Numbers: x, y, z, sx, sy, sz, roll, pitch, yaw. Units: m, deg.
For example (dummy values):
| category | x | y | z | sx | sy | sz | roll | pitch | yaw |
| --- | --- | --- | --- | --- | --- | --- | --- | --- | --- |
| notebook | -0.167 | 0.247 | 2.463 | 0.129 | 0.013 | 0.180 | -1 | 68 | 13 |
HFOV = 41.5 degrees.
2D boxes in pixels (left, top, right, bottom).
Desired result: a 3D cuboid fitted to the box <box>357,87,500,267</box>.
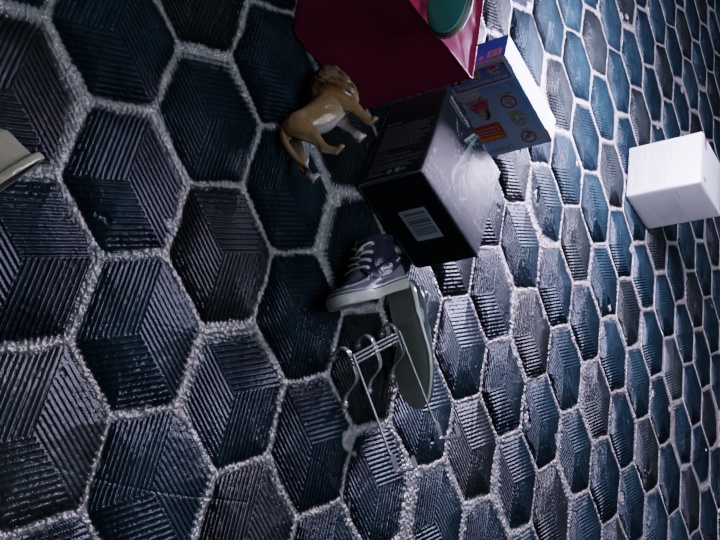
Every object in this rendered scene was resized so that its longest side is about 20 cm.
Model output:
| category | x | y | z | sx | sy | sz | roll | pitch | yaw |
| --- | --- | --- | --- | --- | --- | --- | --- | --- | --- |
| box | 0.116 | -0.148 | 1.538 | 0.200 | 0.123 | 0.197 | 52 | 42 | -35 |

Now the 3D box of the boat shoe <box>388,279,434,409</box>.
| category | x | y | z | sx | sy | sz | roll | pitch | yaw |
| --- | --- | --- | --- | --- | --- | --- | --- | --- | --- |
| boat shoe | 0.091 | 0.113 | 1.481 | 0.062 | 0.073 | 0.201 | 5 | 73 | -50 |

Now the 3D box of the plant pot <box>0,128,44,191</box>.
| category | x | y | z | sx | sy | sz | roll | pitch | yaw |
| --- | --- | --- | --- | --- | --- | --- | --- | --- | --- |
| plant pot | -0.392 | -0.108 | 0.760 | 0.184 | 0.200 | 0.201 | 56 | 40 | -14 |

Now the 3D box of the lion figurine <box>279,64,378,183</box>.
| category | x | y | z | sx | sy | sz | roll | pitch | yaw |
| --- | --- | --- | --- | --- | --- | --- | --- | --- | --- |
| lion figurine | -0.058 | -0.214 | 1.342 | 0.122 | 0.073 | 0.200 | 42 | 47 | 4 |

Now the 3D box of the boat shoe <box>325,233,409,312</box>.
| category | x | y | z | sx | sy | sz | roll | pitch | yaw |
| --- | --- | --- | --- | --- | --- | --- | --- | --- | --- |
| boat shoe | 0.000 | 0.000 | 1.388 | 0.200 | 0.074 | 0.093 | -15 | 88 | -63 |

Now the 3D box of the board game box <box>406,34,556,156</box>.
| category | x | y | z | sx | sy | sz | roll | pitch | yaw |
| --- | --- | --- | --- | --- | --- | --- | --- | --- | --- |
| board game box | 0.203 | -0.284 | 1.625 | 0.196 | 0.199 | 0.056 | 50 | 43 | -37 |

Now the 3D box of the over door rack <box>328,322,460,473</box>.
| category | x | y | z | sx | sy | sz | roll | pitch | yaw |
| --- | --- | --- | --- | --- | --- | --- | --- | --- | --- |
| over door rack | 0.043 | 0.188 | 1.382 | 0.147 | 0.066 | 0.201 | -22 | 79 | -55 |

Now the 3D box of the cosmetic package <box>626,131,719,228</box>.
| category | x | y | z | sx | sy | sz | roll | pitch | yaw |
| --- | --- | --- | --- | --- | --- | --- | --- | --- | --- |
| cosmetic package | 0.828 | -0.235 | 2.510 | 0.165 | 0.199 | 0.166 | 43 | 50 | -41 |

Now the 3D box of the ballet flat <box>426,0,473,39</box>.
| category | x | y | z | sx | sy | sz | roll | pitch | yaw |
| --- | --- | --- | --- | --- | --- | --- | --- | --- | --- |
| ballet flat | 0.127 | -0.408 | 1.327 | 0.071 | 0.069 | 0.202 | 34 | 53 | -70 |

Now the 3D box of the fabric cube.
| category | x | y | z | sx | sy | sz | roll | pitch | yaw |
| --- | --- | --- | --- | --- | --- | --- | --- | --- | --- |
| fabric cube | 0.048 | -0.395 | 1.431 | 0.200 | 0.198 | 0.197 | 40 | 53 | -43 |
